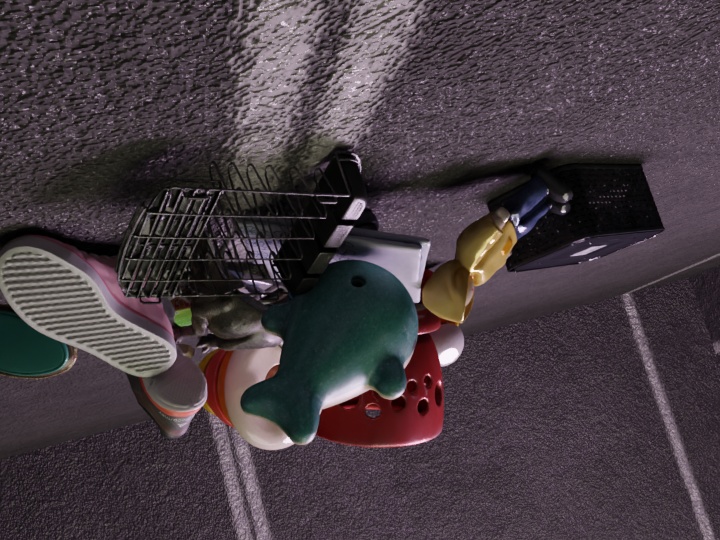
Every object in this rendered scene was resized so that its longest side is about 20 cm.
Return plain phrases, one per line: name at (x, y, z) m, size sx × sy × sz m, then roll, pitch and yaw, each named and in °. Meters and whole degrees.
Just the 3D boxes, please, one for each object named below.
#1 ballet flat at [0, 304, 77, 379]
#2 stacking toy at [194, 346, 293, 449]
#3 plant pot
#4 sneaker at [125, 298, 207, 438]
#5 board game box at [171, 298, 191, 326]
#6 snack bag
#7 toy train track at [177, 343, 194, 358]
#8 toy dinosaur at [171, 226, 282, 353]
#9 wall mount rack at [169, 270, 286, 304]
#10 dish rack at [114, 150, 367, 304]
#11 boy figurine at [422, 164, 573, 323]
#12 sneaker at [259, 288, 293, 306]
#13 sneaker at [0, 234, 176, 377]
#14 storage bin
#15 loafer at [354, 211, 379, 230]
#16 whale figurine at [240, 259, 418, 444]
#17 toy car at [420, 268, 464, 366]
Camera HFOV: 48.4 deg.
ballet flat at (-0.357, 0.062, 0.771) m, size 0.199 × 0.071 × 0.065 m, roll 7°, pitch -175°, yaw 7°
stacking toy at (-0.151, 0.134, 0.977) m, size 0.146 × 0.147 × 0.200 m, roll -5°, pitch -178°, yaw -44°
plant pot at (0.020, 0.138, 1.148) m, size 0.199 × 0.183 × 0.200 m, roll 0°, pitch -173°, yaw 0°
sneaker at (-0.229, 0.095, 0.848) m, size 0.077 × 0.200 × 0.082 m, roll -3°, pitch 132°, yaw -34°
board game box at (-0.266, 0.069, 1.107) m, size 0.095 × 0.030 × 0.200 m, roll -10°, pitch 165°, yaw -17°
snack bag at (-0.025, -0.006, 0.849) m, size 0.188 × 0.021 × 0.200 m, roll 8°, pitch 162°, yaw 3°
toy train track at (-0.303, 0.098, 0.980) m, size 0.199 × 0.033 × 0.115 m, roll 6°, pitch 162°, yaw 10°
toy dinosaur at (-0.127, 0.051, 0.814) m, size 0.102 × 0.077 × 0.200 m, roll -13°, pitch 130°, yaw 38°
wall mount rack at (-0.136, 0.036, 0.941) m, size 0.173 × 0.075 × 0.200 m, roll -28°, pitch 155°, yaw 33°
dish rack at (-0.100, -0.032, 0.664) m, size 0.199 × 0.055 × 0.154 m, roll -2°, pitch 142°, yaw -34°
boy figurine at (0.147, -0.028, 0.886) m, size 0.200 × 0.064 × 0.124 m, roll -46°, pitch 159°, yaw -12°
sneaker at (-0.112, 0.051, 1.147) m, size 0.082 × 0.073 × 0.200 m, roll -14°, pitch 159°, yaw 8°
sneaker at (-0.252, 0.014, 0.742) m, size 0.075 × 0.105 × 0.200 m, roll -33°, pitch 135°, yaw 10°
storage bin at (0.278, -0.066, 1.032) m, size 0.199 × 0.094 × 0.135 m, roll -5°, pitch 165°, yaw -42°
loafer at (0.000, 0.000, 0.960) m, size 0.072 × 0.063 × 0.200 m, roll -21°, pitch 159°, yaw -8°
whale figurine at (-0.026, 0.066, 0.749) m, size 0.200 × 0.159 × 0.104 m, roll -45°, pitch 155°, yaw -41°
toy car at (0.076, 0.069, 1.332) m, size 0.199 × 0.175 × 0.150 m, roll -12°, pitch 134°, yaw -19°
